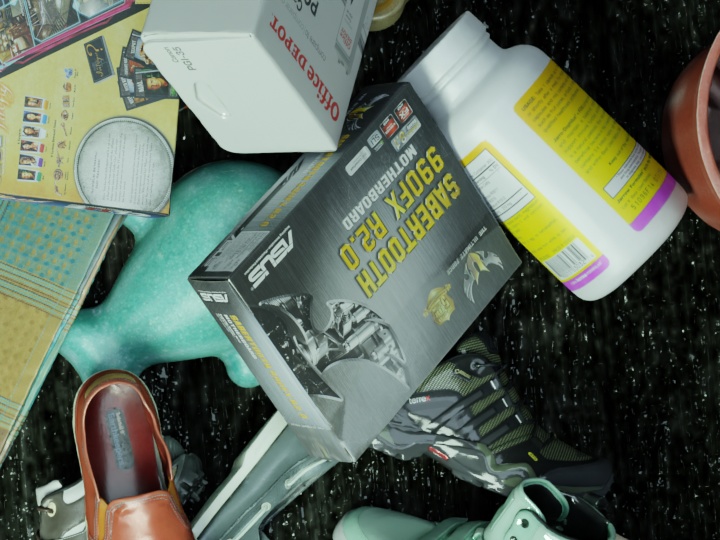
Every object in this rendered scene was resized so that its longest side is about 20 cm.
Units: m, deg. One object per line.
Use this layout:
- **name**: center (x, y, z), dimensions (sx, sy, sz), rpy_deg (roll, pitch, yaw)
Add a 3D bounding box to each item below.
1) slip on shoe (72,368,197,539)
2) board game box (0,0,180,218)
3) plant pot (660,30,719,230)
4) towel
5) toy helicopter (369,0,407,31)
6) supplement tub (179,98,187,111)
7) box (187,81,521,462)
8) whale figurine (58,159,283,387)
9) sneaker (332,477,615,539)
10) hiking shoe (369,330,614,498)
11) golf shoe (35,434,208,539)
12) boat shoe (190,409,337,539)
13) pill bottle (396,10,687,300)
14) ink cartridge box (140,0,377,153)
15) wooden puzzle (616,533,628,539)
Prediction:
- **slip on shoe**: center (-0.142, 0.159, 1.542), dimensions (0.074, 0.061, 0.201), rpy_deg (-13, 82, -7)
- **board game box**: center (-0.178, -0.140, 1.495), dimensions (0.135, 0.035, 0.201), rpy_deg (7, 85, -24)
- **plant pot**: center (0.296, -0.095, 1.603), dimensions (0.200, 0.195, 0.201), rpy_deg (0, 89, -7)
- **towel**: center (-0.258, 0.018, 1.595), dimensions (0.146, 0.022, 0.200), rpy_deg (25, 88, 15)
- **toy helicopter**: center (0.063, -0.232, 1.630), dimensions (0.200, 0.079, 0.132), rpy_deg (-33, 73, -16)
- **supplement tub**: center (-0.168, -0.138, 1.575), dimensions (0.200, 0.107, 0.107), rpy_deg (-27, 93, -22)
- **box**: center (0.000, 0.000, 1.561), dimensions (0.200, 0.048, 0.159), rpy_deg (-48, 118, -29)
- **whale figurine**: center (-0.112, 0.012, 1.593), dimensions (0.200, 0.104, 0.159), rpy_deg (-34, 94, -4)
- **sneaker**: center (0.080, 0.171, 1.591), dimensions (0.200, 0.074, 0.118), rpy_deg (20, 123, 19)
- **hiking shoe**: center (0.086, 0.095, 1.633), dimensions (0.200, 0.076, 0.101), rpy_deg (18, 90, -6)
- **golf shoe**: center (-0.189, 0.191, 1.604), dimensions (0.094, 0.078, 0.200), rpy_deg (32, 79, 5)
- **boat shoe**: center (-0.081, 0.176, 1.613), dimensions (0.062, 0.073, 0.200), rpy_deg (37, 80, -2)
- **pill bottle**: center (0.119, -0.081, 1.625), dimensions (0.200, 0.104, 0.104), rpy_deg (44, 84, -5)
- **ink cartridge box**: center (-0.052, -0.193, 1.527), dimensions (0.083, 0.147, 0.200), rpy_deg (2, 64, 25)
- **wooden puzzle**: center (0.158, 0.285, 1.665), dimensions (0.185, 0.037, 0.200), rpy_deg (28, 91, -7)
